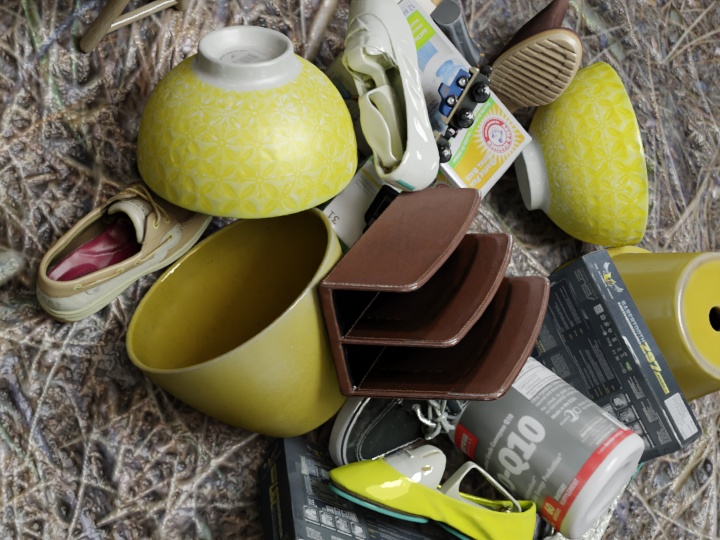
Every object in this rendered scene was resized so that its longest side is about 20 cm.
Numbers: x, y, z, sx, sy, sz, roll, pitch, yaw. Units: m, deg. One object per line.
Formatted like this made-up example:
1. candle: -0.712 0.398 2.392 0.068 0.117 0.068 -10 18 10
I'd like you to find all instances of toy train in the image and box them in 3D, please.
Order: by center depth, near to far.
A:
1. toy train: 0.061 -0.111 0.815 0.046 0.034 0.201 34 102 5

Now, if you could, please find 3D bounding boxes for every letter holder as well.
1. letter holder: 0.075 0.012 0.709 0.200 0.141 0.101 -50 135 -55

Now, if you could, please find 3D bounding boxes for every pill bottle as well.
1. pill bottle: 0.155 0.147 0.814 0.114 0.114 0.200 -37 56 -26

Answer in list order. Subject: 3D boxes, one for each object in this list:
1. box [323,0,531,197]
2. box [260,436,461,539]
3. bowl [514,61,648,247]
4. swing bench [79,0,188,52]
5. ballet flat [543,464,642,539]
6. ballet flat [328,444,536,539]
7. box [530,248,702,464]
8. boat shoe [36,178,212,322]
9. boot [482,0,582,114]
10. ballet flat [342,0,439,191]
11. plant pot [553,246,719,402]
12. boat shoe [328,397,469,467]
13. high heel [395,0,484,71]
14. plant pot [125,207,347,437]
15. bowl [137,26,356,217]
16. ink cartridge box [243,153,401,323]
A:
1. box: 0.062 -0.161 0.891 0.200 0.101 0.113 48 65 -8
2. box: 0.012 0.233 0.747 0.199 0.158 0.051 26 105 -18
3. bowl: 0.228 -0.115 0.932 0.107 0.200 0.202 -12 83 2
4. swing bench: -0.230 -0.335 0.739 0.129 0.200 0.200 -35 94 -27
5. ballet flat: 0.252 0.236 0.916 0.072 0.072 0.200 44 64 -10
6. ballet flat: 0.068 0.189 0.730 0.199 0.067 0.067 27 87 -17
7. box: 0.222 0.103 0.858 0.051 0.157 0.201 -13 73 -43
8. boat shoe: -0.199 -0.036 0.755 0.074 0.066 0.200 39 64 8
9. boot: 0.188 -0.243 0.914 0.072 0.200 0.167 32 65 -9
10. ballet flat: 0.019 -0.169 0.770 0.069 0.069 0.202 -12 81 -26
11. plant pot: 0.318 0.063 0.913 0.199 0.189 0.203 5 76 -23
12. boat shoe: 0.061 0.111 0.750 0.199 0.068 0.074 -36 121 -16
13. high heel: 0.059 -0.291 0.958 0.071 0.143 0.200 -41 64 2
14. plant pot: -0.080 0.060 0.746 0.200 0.199 0.142 -49 126 -25
15. bowl: -0.098 -0.146 0.746 0.198 0.108 0.201 3 38 -2
16. ink cartridge box: 0.000 0.000 0.859 0.146 0.048 0.200 45 62 -10
